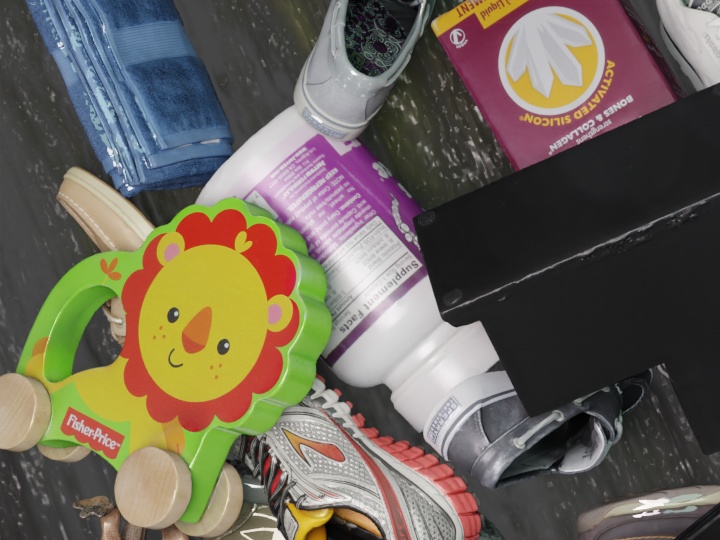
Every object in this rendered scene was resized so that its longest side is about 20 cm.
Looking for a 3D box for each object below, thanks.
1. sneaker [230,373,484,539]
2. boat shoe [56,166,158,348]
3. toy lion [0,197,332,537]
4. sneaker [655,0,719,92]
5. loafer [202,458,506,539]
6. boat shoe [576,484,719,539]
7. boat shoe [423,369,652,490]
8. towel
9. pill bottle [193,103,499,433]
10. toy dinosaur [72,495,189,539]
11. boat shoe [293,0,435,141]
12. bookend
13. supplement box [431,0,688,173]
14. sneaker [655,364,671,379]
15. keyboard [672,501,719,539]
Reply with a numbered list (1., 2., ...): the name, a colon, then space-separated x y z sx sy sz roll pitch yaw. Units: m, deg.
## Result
1. sneaker: -0.029 0.118 1.192 0.200 0.078 0.082 29 52 23
2. boat shoe: -0.129 0.022 1.276 0.064 0.071 0.200 -41 86 -6
3. toy lion: -0.112 0.045 1.194 0.200 0.069 0.192 21 90 37
4. sneaker: 0.242 -0.128 1.259 0.076 0.081 0.200 -31 56 -7
5. loafer: -0.008 0.167 1.265 0.199 0.075 0.070 11 96 6
6. boat shoe: 0.235 0.168 1.260 0.199 0.075 0.074 -3 83 0
7. boat shoe: 0.124 0.090 1.219 0.068 0.200 0.072 43 119 28
8. towel: -0.148 -0.145 1.283 0.048 0.112 0.200 -31 81 33
9. pill bottle: 0.000 0.000 1.260 0.112 0.112 0.200 -42 85 -6
10. toy dinosaur: -0.122 0.215 1.240 0.086 0.136 0.200 -13 43 -11
11. boat shoe: 0.018 -0.167 1.263 0.070 0.072 0.201 30 49 -12
12. bookend: 0.163 0.025 1.171 0.198 0.092 0.200 -24 127 8
13. supplement box: 0.145 -0.094 1.265 0.110 0.086 0.200 -32 77 14
14. sneaker: 0.282 0.011 1.290 0.115 0.075 0.200 38 89 -5
15. keyboard: 0.267 0.158 1.211 0.200 0.040 0.104 -41 90 21
